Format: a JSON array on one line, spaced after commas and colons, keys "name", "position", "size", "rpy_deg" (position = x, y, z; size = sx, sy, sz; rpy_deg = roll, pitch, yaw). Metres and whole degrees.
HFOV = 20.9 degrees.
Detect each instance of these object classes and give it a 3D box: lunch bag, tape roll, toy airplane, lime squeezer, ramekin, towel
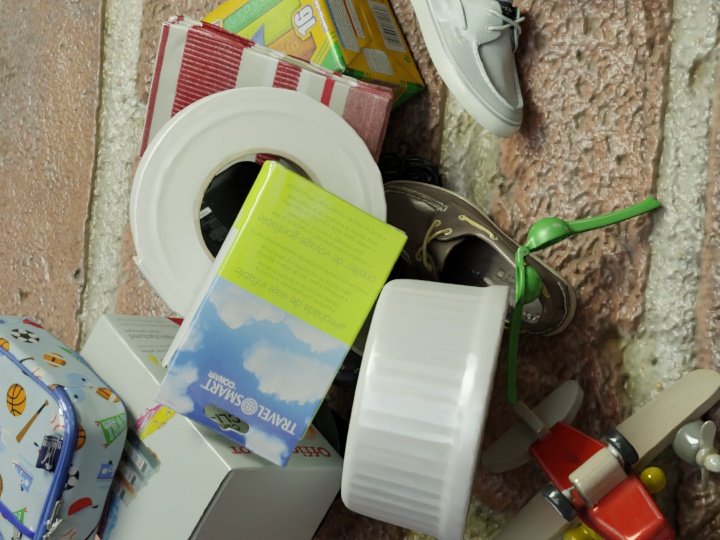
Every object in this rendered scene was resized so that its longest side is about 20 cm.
[{"name": "lunch bag", "position": [-0.271, 0.137, 1.555], "size": [0.200, 0.075, 0.161], "rpy_deg": [38, 114, 41]}, {"name": "tape roll", "position": [-0.082, -0.043, 1.532], "size": [0.071, 0.201, 0.204], "rpy_deg": [-153, 74, -79]}, {"name": "toy airplane", "position": [0.179, 0.170, 1.481], "size": [0.199, 0.200, 0.141], "rpy_deg": [-26, 113, 39]}, {"name": "lime squeezer", "position": [0.148, 0.006, 1.519], "size": [0.200, 0.071, 0.038], "rpy_deg": [-53, 12, -12]}, {"name": "ramekin", "position": [0.049, 0.102, 1.479], "size": [0.097, 0.200, 0.202], "rpy_deg": [11, 93, 5]}, {"name": "towel", "position": [-0.079, -0.119, 1.606], "size": [0.199, 0.023, 0.145], "rpy_deg": [21, 126, 6]}]

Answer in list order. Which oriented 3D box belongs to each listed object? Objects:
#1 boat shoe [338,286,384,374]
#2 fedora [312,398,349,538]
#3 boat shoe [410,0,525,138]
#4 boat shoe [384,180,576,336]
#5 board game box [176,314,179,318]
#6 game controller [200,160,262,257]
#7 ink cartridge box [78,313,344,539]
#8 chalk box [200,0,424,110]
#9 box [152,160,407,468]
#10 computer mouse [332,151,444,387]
[{"name": "boat shoe", "position": [-0.018, 0.051, 1.618], "size": [0.199, 0.073, 0.063], "rpy_deg": [17, 140, 6]}, {"name": "fedora", "position": [-0.072, 0.162, 1.679], "size": [0.200, 0.091, 0.202], "rpy_deg": [-5, 82, 42]}, {"name": "boat shoe", "position": [0.094, -0.207, 1.606], "size": [0.071, 0.070, 0.202], "rpy_deg": [-37, 63, 32]}, {"name": "boat shoe", "position": [0.082, -0.012, 1.582], "size": [0.200, 0.059, 0.072], "rpy_deg": [35, 104, 19]}, {"name": "board game box", "position": [-0.114, 0.007, 1.762], "size": [0.134, 0.029, 0.201], "rpy_deg": [-33, 68, 30]}, {"name": "game controller", "position": [-0.107, -0.029, 1.660], "size": [0.105, 0.042, 0.200], "rpy_deg": [53, 145, -7]}, {"name": "ink cartridge box", "position": [-0.137, 0.153, 1.577], "size": [0.200, 0.145, 0.145], "rpy_deg": [46, 116, 34]}, {"name": "chalk box", "position": [-0.070, -0.167, 1.687], "size": [0.199, 0.123, 0.125], "rpy_deg": [-32, 69, 29]}, {"name": "box", "position": [-0.063, 0.033, 1.481], "size": [0.121, 0.048, 0.201], "rpy_deg": [28, 90, -10]}, {"name": "computer mouse", "position": [0.000, 0.000, 1.665], "size": [0.137, 0.053, 0.202], "rpy_deg": [3, 86, 14]}]
